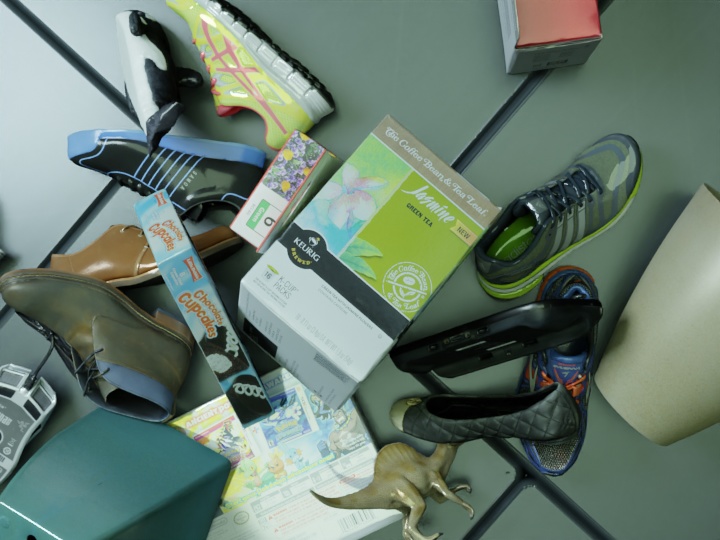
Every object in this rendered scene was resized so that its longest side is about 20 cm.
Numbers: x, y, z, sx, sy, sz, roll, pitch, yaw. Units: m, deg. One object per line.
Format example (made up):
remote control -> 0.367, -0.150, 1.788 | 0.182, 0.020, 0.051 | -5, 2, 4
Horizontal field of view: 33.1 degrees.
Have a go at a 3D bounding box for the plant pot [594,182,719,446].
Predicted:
plant pot -> 0.314, 0.058, 1.104 | 0.187, 0.187, 0.200 | 41, 106, 3

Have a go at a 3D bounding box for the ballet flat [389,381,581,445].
ballet flat -> 0.114, 0.127, 1.135 | 0.199, 0.066, 0.057 | -4, 114, 33

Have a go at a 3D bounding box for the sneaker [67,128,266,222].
sneaker -> -0.191, -0.089, 1.179 | 0.198, 0.070, 0.079 | 6, 84, 3

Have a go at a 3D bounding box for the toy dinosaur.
toy dinosaur -> 0.041, 0.212, 1.142 | 0.199, 0.058, 0.102 | -21, 71, -35

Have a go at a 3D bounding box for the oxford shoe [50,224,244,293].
oxford shoe -> -0.212, -0.017, 1.183 | 0.198, 0.071, 0.072 | -15, 82, 4

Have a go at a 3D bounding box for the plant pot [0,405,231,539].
plant pot -> -0.241, 0.231, 1.093 | 0.140, 0.200, 0.142 | 26, 110, 17

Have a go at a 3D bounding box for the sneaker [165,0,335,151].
sneaker -> -0.123, -0.196, 1.173 | 0.200, 0.078, 0.090 | 43, 103, 6

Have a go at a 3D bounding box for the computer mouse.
computer mouse -> -0.341, 0.128, 1.197 | 0.109, 0.044, 0.200 | 37, 100, -11

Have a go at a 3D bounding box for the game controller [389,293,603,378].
game controller -> 0.120, 0.059, 1.101 | 0.199, 0.104, 0.043 | -23, 63, 42

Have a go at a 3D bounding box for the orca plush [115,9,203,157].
orca plush -> -0.181, -0.187, 1.142 | 0.070, 0.200, 0.106 | -7, 118, -17

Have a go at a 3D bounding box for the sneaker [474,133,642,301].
sneaker -> 0.186, -0.054, 1.139 | 0.200, 0.081, 0.074 | -45, 67, 2

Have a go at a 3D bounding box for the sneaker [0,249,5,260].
sneaker -> -0.427, -0.082, 1.202 | 0.080, 0.076, 0.201 | -25, 93, -8

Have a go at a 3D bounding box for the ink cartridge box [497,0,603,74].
ink cartridge box -> 0.164, -0.295, 1.100 | 0.083, 0.176, 0.202 | -7, 90, 4

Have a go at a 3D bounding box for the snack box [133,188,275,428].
snack box -> -0.142, 0.036, 1.105 | 0.037, 0.116, 0.201 | -27, 125, -6

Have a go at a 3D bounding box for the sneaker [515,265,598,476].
sneaker -> 0.187, 0.096, 1.150 | 0.075, 0.078, 0.202 | 4, 91, 5

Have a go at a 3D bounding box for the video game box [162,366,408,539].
video game box -> -0.080, 0.195, 1.186 | 0.199, 0.047, 0.183 | -25, 91, 3

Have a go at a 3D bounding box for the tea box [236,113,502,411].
tea box -> 0.000, 0.000, 1.080 | 0.133, 0.200, 0.197 | 39, 76, 3

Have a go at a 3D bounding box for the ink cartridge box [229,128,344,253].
ink cartridge box -> -0.066, -0.069, 1.105 | 0.050, 0.200, 0.109 | 35, 93, 5

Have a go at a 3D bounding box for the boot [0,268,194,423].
boot -> -0.247, 0.070, 1.131 | 0.199, 0.098, 0.075 | 22, 137, -25
